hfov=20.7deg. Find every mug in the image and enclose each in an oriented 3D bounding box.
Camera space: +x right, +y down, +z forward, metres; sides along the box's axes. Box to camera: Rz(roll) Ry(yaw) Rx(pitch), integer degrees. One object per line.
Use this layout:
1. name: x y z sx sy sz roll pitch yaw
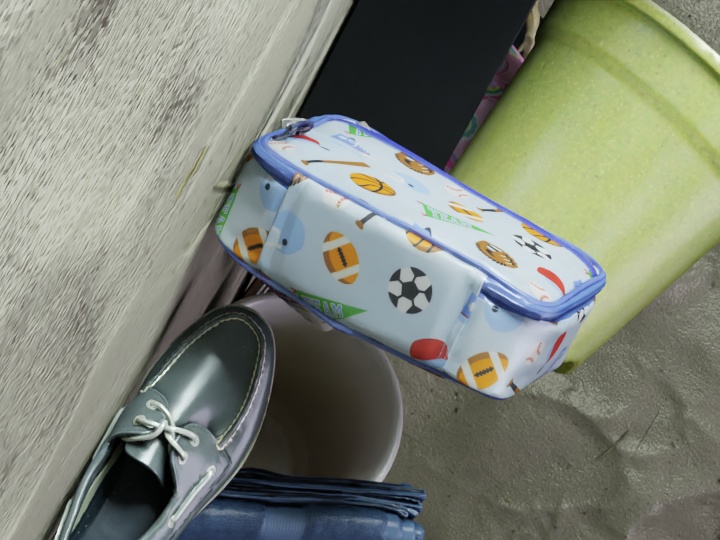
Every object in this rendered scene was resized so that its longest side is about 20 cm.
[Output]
1. mug: -0.083 0.108 1.303 0.153 0.185 0.151 134 -46 -63

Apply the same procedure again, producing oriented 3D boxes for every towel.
1. towel: -0.068 0.159 1.179 0.112 0.198 0.049 116 -27 -47

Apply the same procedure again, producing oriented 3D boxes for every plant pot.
1. plant pot: 0.135 -0.047 1.196 0.184 0.200 0.200 -48 177 -4

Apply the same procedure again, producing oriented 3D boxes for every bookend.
1. bookend: 0.057 -0.163 1.215 0.201 0.092 0.199 -61 179 21

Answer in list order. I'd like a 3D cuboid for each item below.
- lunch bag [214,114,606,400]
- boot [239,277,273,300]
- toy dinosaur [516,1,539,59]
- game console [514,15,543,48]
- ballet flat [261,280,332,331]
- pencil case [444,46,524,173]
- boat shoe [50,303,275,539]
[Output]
1. lunch bag: 0.027 -0.015 1.055 0.076 0.199 0.160 -63 164 20
2. boot: -0.064 0.079 1.432 0.201 0.096 0.075 -62 178 14
3. toy dinosaur: 0.104 -0.198 1.346 0.200 0.058 0.102 -106 -155 -65
4. game console: 0.065 -0.148 1.432 0.116 0.176 0.201 3 -121 60
5. ballet flat: 0.000 0.000 1.251 0.199 0.069 0.071 -10 141 -40
6. pencil case: 0.038 -0.071 1.333 0.200 0.088 0.088 -38 -172 25
7. boat shoe: -0.106 0.104 1.060 0.201 0.073 0.062 -56 -179 -12
